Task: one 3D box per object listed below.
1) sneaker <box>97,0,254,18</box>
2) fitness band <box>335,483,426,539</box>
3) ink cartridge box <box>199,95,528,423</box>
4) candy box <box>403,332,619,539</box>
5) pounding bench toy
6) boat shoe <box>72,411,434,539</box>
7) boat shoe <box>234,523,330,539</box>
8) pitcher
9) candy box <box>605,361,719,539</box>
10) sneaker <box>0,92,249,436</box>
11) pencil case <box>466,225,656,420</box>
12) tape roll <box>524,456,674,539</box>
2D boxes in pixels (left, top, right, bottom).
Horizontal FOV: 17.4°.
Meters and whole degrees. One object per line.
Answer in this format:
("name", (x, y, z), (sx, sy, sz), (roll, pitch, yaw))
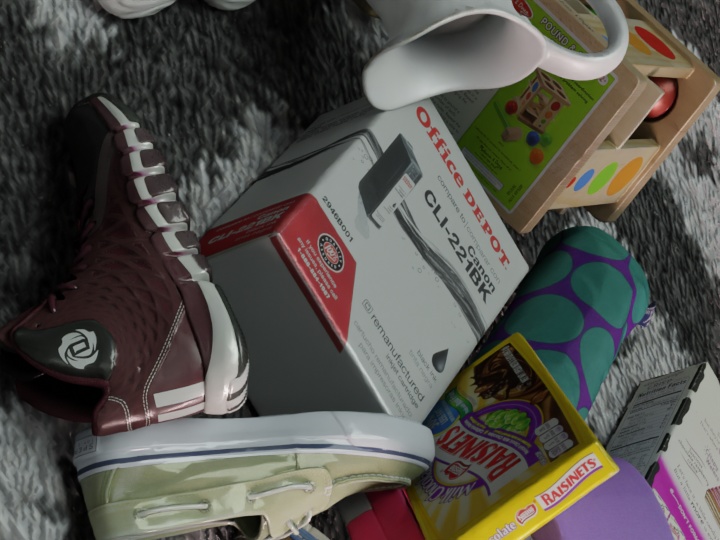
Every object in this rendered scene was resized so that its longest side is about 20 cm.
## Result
("sneaker", (-0.068, -0.194, 1.344), (0.200, 0.099, 0.078), (-31, 99, -55))
("fitness band", (0.043, 0.177, 1.291), (0.144, 0.037, 0.200), (53, 4, -29))
("ink cartridge box", (0.000, 0.000, 1.359), (0.144, 0.084, 0.200), (59, 36, -15))
("candy box", (0.069, 0.097, 1.262), (0.026, 0.102, 0.200), (51, 3, -16))
("pounding bench toy", (0.106, -0.138, 1.522), (0.200, 0.124, 0.156), (45, 23, 19))
("boat shoe", (-0.053, 0.110, 1.218), (0.200, 0.072, 0.062), (0, 76, -25))
("boat shoe", (-0.008, 0.215, 1.247), (0.072, 0.072, 0.200), (-38, 86, -21))
("pitcher", (0.063, -0.196, 1.393), (0.171, 0.121, 0.200), (1, 58, -23))
("candy box", (0.214, 0.174, 1.587), (0.136, 0.061, 0.200), (58, 37, -17))
("sneaker", (-0.141, -0.001, 1.185), (0.076, 0.115, 0.200), (92, -26, -53))
("pencil case", (0.119, 0.058, 1.492), (0.200, 0.085, 0.093), (-53, 160, -49))
("tape roll", (0.121, 0.207, 1.328), (0.066, 0.200, 0.200), (-4, 73, -14))
